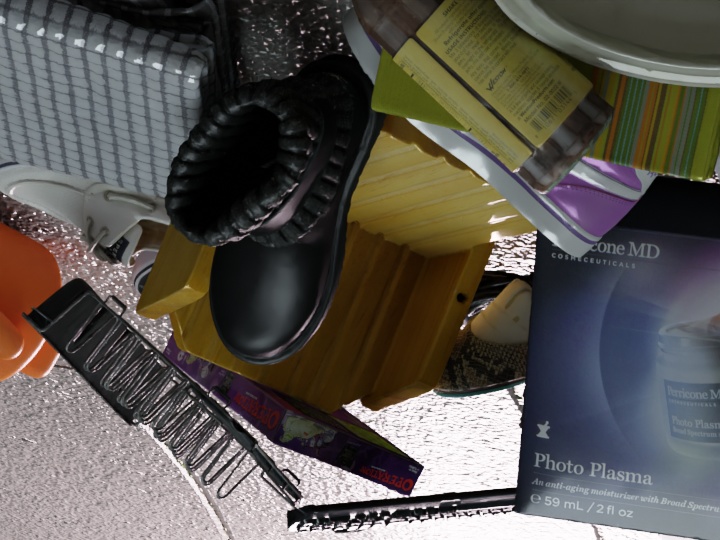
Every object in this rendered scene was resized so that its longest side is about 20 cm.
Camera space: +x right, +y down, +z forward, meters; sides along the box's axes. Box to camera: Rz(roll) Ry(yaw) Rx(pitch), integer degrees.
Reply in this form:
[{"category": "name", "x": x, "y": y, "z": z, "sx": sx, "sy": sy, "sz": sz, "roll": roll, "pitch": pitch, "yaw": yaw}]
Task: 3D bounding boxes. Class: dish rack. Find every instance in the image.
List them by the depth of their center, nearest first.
[{"category": "dish rack", "x": -0.124, "y": 0.093, "z": 1.667, "sx": 0.200, "sy": 0.055, "sz": 0.153, "roll": 38, "pitch": 172, "yaw": 34}]

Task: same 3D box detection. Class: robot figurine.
[{"category": "robot figurine", "x": -0.300, "y": 0.010, "z": 1.842, "sx": 0.116, "sy": 0.144, "sz": 0.200, "roll": -33, "pitch": 136, "yaw": 30}]

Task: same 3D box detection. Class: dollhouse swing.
[{"category": "dollhouse swing", "x": 0.000, "y": 0.000, "z": 1.615, "sx": 0.199, "sy": 0.183, "sz": 0.176, "roll": 25, "pitch": 175, "yaw": -29}]

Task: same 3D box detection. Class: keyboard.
[{"category": "keyboard", "x": 0.049, "y": 0.158, "z": 1.654, "sx": 0.199, "sy": 0.021, "sz": 0.127, "roll": -4, "pitch": 173, "yaw": -9}]

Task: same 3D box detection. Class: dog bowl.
[{"category": "dog bowl", "x": 0.161, "y": -0.168, "z": 1.231, "sx": 0.199, "sy": 0.074, "sz": 0.200, "roll": 10, "pitch": 159, "yaw": 4}]

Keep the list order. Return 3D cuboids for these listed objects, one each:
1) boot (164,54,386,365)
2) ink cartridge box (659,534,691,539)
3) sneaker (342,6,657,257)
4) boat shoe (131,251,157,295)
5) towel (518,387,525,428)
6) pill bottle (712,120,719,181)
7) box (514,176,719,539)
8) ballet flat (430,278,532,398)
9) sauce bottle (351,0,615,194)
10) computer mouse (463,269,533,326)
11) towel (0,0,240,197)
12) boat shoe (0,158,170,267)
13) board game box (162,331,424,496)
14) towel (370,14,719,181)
[{"category": "boot", "x": -0.062, "y": -0.026, "z": 1.470, "sx": 0.079, "sy": 0.212, "sz": 0.158, "roll": 21, "pitch": -159, "yaw": 13}, {"category": "ink cartridge box", "x": 0.295, "y": 0.123, "z": 1.707, "sx": 0.088, "sy": 0.200, "sz": 0.145, "roll": 52, "pitch": 174, "yaw": 24}, {"category": "sneaker", "x": 0.092, "y": -0.112, "z": 1.434, "sx": 0.200, "sy": 0.073, "sz": 0.114, "roll": 38, "pitch": 113, "yaw": -14}, {"category": "boat shoe", "x": -0.091, "y": 0.017, "z": 1.816, "sx": 0.198, "sy": 0.068, "sz": 0.074, "roll": -3, "pitch": 154, "yaw": 32}, {"category": "towel", "x": 0.204, "y": 0.050, "z": 1.667, "sx": 0.132, "sy": 0.035, "sz": 0.200, "roll": 24, "pitch": 117, "yaw": -31}, {"category": "pill bottle", "x": 0.288, "y": -0.088, "z": 1.307, "sx": 0.113, "sy": 0.114, "sz": 0.199, "roll": 28, "pitch": 153, "yaw": -36}, {"category": "box", "x": 0.205, "y": 0.054, "z": 1.552, "sx": 0.199, "sy": 0.200, "sz": 0.123, "roll": 7, "pitch": -162, "yaw": 11}, {"category": "ballet flat", "x": 0.139, "y": 0.036, "z": 1.704, "sx": 0.199, "sy": 0.068, "sz": 0.076, "roll": -6, "pitch": 119, "yaw": -7}, {"category": "sauce bottle", "x": 0.044, "y": -0.129, "z": 1.311, "sx": 0.200, "sy": 0.065, "sz": 0.065, "roll": 45, "pitch": 154, "yaw": -1}, {"category": "computer mouse", "x": 0.145, "y": 0.055, "z": 1.818, "sx": 0.140, "sy": 0.046, "sz": 0.200, "roll": -1, "pitch": 155, "yaw": 23}, {"category": "towel", "x": -0.155, "y": -0.125, "z": 1.484, "sx": 0.165, "sy": 0.086, "sz": 0.200, "roll": 15, "pitch": 156, "yaw": 7}, {"category": "boat shoe", "x": -0.162, "y": -0.038, "z": 1.714, "sx": 0.199, "sy": 0.070, "sz": 0.071, "roll": 11, "pitch": 158, "yaw": 0}, {"category": "board game box", "x": -0.050, "y": 0.096, "z": 1.744, "sx": 0.120, "sy": 0.032, "sz": 0.200, "roll": 29, "pitch": -179, "yaw": -30}, {"category": "towel", "x": 0.104, "y": -0.109, "z": 1.357, "sx": 0.199, "sy": 0.087, "sz": 0.018, "roll": 14, "pitch": -177, "yaw": 23}]
